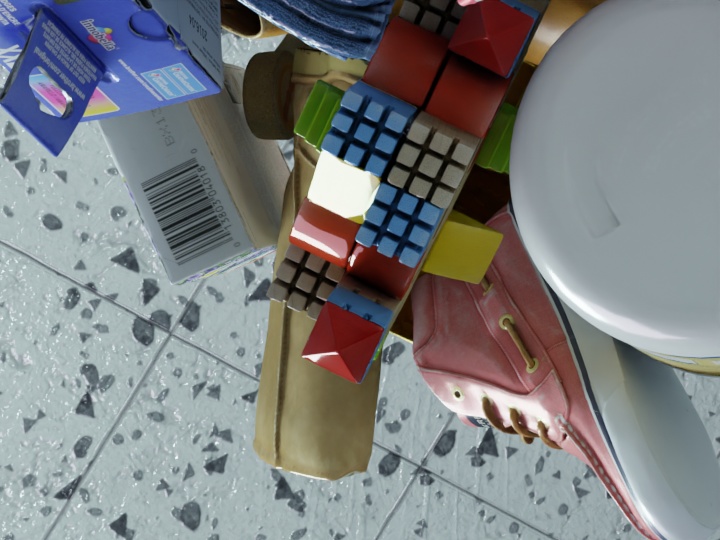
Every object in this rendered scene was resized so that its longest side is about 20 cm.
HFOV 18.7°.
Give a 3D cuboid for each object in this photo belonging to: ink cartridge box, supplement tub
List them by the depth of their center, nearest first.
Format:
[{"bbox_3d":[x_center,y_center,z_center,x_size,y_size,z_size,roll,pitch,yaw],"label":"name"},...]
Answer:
[{"bbox_3d":[-0.110,-0.147,0.840,0.076,0.200,0.136,-12,156,15],"label":"ink cartridge box"},{"bbox_3d":[0.146,-0.031,0.892,0.145,0.145,0.200,32,-178,15],"label":"supplement tub"},{"bbox_3d":[-0.078,-0.054,1.141,0.200,0.050,0.109,-19,-95,-82],"label":"ink cartridge box"}]

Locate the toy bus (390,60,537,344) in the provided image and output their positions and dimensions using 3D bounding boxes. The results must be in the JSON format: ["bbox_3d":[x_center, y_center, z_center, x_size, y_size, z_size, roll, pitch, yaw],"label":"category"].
[{"bbox_3d":[0.077,-0.063,1.153,0.136,0.200,0.192,32,-169,20],"label":"toy bus"}]

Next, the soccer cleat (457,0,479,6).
[{"bbox_3d":[-0.023,-0.160,0.746,0.200,0.077,0.067,28,146,4],"label":"soccer cleat"}]

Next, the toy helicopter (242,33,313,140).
[{"bbox_3d":[-0.023,-0.133,1.192,0.079,0.132,0.200,2,-154,17],"label":"toy helicopter"}]

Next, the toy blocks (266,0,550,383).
[{"bbox_3d":[0.017,-0.045,0.859,0.100,0.200,0.137,26,-165,2],"label":"toy blocks"}]

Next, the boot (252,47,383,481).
[{"bbox_3d":[0.000,0.000,1.017,0.066,0.200,0.175,6,-175,-13],"label":"boot"}]

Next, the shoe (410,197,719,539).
[{"bbox_3d":[0.089,0.057,0.987,0.071,0.091,0.200,28,-149,-46],"label":"shoe"}]

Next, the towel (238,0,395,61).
[{"bbox_3d":[-0.026,-0.149,0.846,0.112,0.049,0.200,33,-154,-8],"label":"towel"}]

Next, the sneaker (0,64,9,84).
[{"bbox_3d":[-0.163,-0.145,0.934,0.075,0.115,0.200,-21,163,36],"label":"sneaker"}]

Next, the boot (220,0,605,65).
[{"bbox_3d":[0.010,-0.124,0.964,0.201,0.071,0.144,38,-134,24],"label":"boot"}]
